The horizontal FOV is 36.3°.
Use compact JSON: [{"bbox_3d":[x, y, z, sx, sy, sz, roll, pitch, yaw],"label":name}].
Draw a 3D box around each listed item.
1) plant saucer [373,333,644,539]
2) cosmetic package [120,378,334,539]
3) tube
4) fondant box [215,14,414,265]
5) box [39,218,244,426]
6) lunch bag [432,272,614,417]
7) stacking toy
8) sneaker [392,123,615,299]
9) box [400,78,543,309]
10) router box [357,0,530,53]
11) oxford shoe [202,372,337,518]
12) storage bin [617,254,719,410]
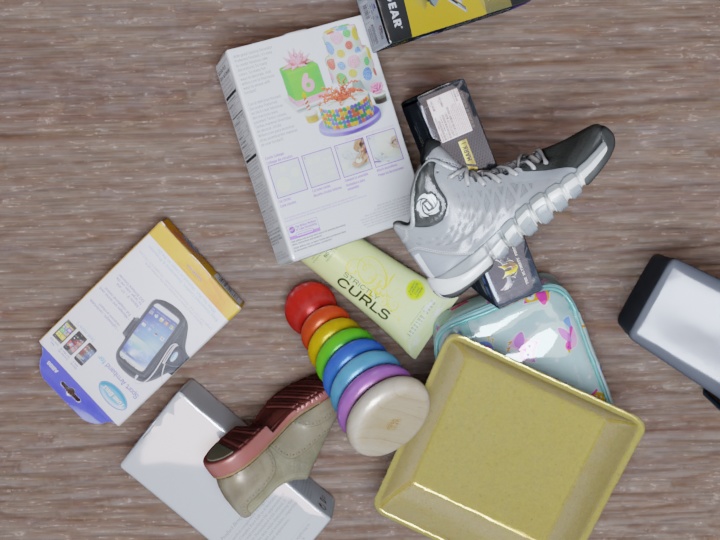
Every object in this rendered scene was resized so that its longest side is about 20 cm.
[{"bbox_3d":[0.138,0.177,1.041,0.197,0.048,0.203,24,108,4],"label":"plant saucer"},{"bbox_3d":[-0.132,0.214,1.112,0.200,0.074,0.102,42,96,-3],"label":"cosmetic package"},{"bbox_3d":[0.000,0.000,1.096,0.199,0.052,0.058,37,134,-10],"label":"tube"},{"bbox_3d":[-0.037,-0.123,1.043,0.142,0.058,0.203,-18,92,-19],"label":"fondant box"},{"bbox_3d":[-0.227,0.060,1.109,0.200,0.041,0.119,-42,95,8],"label":"box"},{"bbox_3d":[0.160,0.119,1.091,0.158,0.077,0.203,-21,99,2],"label":"lunch bag"},{"bbox_3d":[-0.018,0.080,1.044,0.084,0.200,0.086,-19,134,-22],"label":"stacking toy"},{"bbox_3d":[0.109,-0.080,0.914,0.199,0.075,0.116,-41,94,3],"label":"sneaker"},{"bbox_3d":[0.100,-0.074,1.029,0.050,0.158,0.203,-21,98,0],"label":"box"},{"bbox_3d":[0.058,-0.324,1.025,0.155,0.052,0.203,-21,98,-18],"label":"router box"},{"bbox_3d":[-0.063,0.161,1.074,0.199,0.070,0.076,-33,106,-32],"label":"oxford shoe"},{"bbox_3d":[0.326,0.045,1.032,0.133,0.200,0.147,30,97,6],"label":"storage bin"}]
